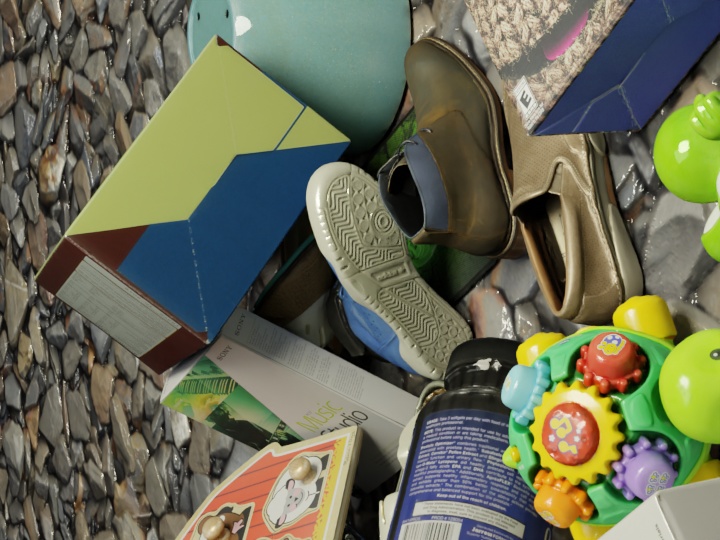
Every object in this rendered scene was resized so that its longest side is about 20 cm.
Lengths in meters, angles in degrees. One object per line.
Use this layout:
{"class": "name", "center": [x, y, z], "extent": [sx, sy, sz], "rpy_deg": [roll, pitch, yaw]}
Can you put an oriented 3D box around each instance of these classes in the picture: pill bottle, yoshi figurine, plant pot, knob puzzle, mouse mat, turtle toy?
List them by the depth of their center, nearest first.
{"class": "yoshi figurine", "center": [0.227, -0.097, 0.959], "extent": [0.113, 0.111, 0.201], "rpy_deg": [-103, 25, -46]}
{"class": "turtle toy", "center": [0.169, 0.091, 1.052], "extent": [0.199, 0.101, 0.147], "rpy_deg": [-24, 78, 31]}
{"class": "pill bottle", "center": [0.082, 0.152, 1.159], "extent": [0.112, 0.111, 0.201], "rpy_deg": [-42, 27, 54]}
{"class": "knob puzzle", "center": [-0.096, 0.214, 1.334], "extent": [0.219, 0.030, 0.221], "rpy_deg": [-31, 34, 24]}
{"class": "mouse mat", "center": [0.043, -0.037, 1.368], "extent": [0.200, 0.007, 0.162], "rpy_deg": [-48, 54, 53]}
{"class": "plant pot", "center": [-0.066, -0.196, 1.401], "extent": [0.200, 0.134, 0.203], "rpy_deg": [9, 101, 59]}

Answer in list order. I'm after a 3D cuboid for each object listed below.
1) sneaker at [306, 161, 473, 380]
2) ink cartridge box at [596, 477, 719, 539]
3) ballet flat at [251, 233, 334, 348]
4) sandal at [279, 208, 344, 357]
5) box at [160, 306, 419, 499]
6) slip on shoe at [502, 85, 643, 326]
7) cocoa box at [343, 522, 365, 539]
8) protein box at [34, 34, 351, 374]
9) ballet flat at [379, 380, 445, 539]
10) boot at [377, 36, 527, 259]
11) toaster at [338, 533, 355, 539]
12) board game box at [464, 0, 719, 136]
{"class": "sneaker", "center": [-0.001, 0.001, 1.305], "extent": [0.111, 0.077, 0.200], "rpy_deg": [7, 140, 55]}
{"class": "ink cartridge box", "center": [0.193, 0.198, 1.007], "extent": [0.200, 0.145, 0.085], "rpy_deg": [-54, 51, 49]}
{"class": "ballet flat", "center": [-0.065, 0.048, 1.388], "extent": [0.072, 0.068, 0.200], "rpy_deg": [48, 128, 4]}
{"class": "sandal", "center": [-0.032, 0.027, 1.453], "extent": [0.054, 0.080, 0.202], "rpy_deg": [1, 91, 38]}
{"class": "box", "center": [-0.051, 0.112, 1.376], "extent": [0.144, 0.199, 0.037], "rpy_deg": [-45, 21, 52]}
{"class": "slip on shoe", "center": [0.132, -0.055, 1.159], "extent": [0.076, 0.060, 0.202], "rpy_deg": [-41, 59, 54]}
{"class": "cocoa box", "center": [-0.080, 0.284, 1.399], "extent": [0.200, 0.131, 0.133], "rpy_deg": [-49, 26, -8]}
{"class": "protein box", "center": [-0.138, -0.045, 1.330], "extent": [0.199, 0.135, 0.200], "rpy_deg": [-56, 9, -18]}
{"class": "ballet flat", "center": [0.042, 0.169, 1.245], "extent": [0.067, 0.064, 0.201], "rpy_deg": [-17, 39, 37]}
{"class": "boot", "center": [0.054, -0.097, 1.247], "extent": [0.075, 0.096, 0.201], "rpy_deg": [-52, 50, 41]}
{"class": "toaster", "center": [0.038, 0.305, 1.299], "extent": [0.129, 0.113, 0.202], "rpy_deg": [39, 144, 45]}
{"class": "board game box", "center": [0.144, -0.214, 1.079], "extent": [0.160, 0.096, 0.201], "rpy_deg": [-55, 49, 47]}
